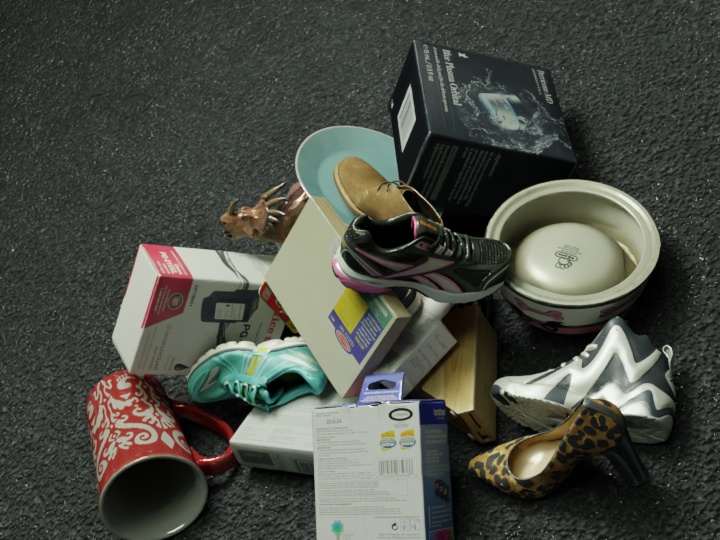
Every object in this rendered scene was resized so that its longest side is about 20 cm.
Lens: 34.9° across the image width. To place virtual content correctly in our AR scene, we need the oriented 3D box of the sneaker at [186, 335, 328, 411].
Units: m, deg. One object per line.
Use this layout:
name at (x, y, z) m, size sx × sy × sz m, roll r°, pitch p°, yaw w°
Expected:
sneaker at (-0.129, 0.133, 1.421) m, size 0.198 × 0.078 × 0.080 m, roll -13°, pitch 40°, yaw 18°

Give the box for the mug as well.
mug at (-0.263, 0.231, 1.465) m, size 0.134 × 0.176 × 0.200 m, roll -66°, pitch 31°, yaw 21°

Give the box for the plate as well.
plate at (0.010, -0.107, 1.444) m, size 0.199 × 0.026 × 0.201 m, roll 13°, pitch 45°, yaw -13°

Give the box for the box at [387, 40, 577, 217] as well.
box at (0.151, -0.178, 1.470) m, size 0.198 × 0.118 × 0.198 m, roll 9°, pitch 44°, yaw -15°

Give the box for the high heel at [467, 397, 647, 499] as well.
high heel at (0.183, 0.172, 1.177) m, size 0.199 × 0.143 × 0.072 m, roll -6°, pitch 49°, yaw 29°

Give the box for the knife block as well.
knife block at (0.130, 0.086, 1.348) m, size 0.176 × 0.064 × 0.200 m, roll -47°, pitch 38°, yaw -10°

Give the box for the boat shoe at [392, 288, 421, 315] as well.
boat shoe at (0.000, 0.000, 1.372) m, size 0.073 × 0.063 × 0.200 m, roll -46°, pitch 33°, yaw -8°

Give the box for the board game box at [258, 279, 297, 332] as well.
board game box at (-0.051, -0.023, 1.472) m, size 0.030 × 0.096 × 0.201 m, roll 14°, pitch 64°, yaw 44°

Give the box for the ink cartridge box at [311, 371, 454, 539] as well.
ink cartridge box at (0.024, 0.211, 1.232) m, size 0.135 × 0.076 × 0.202 m, roll -7°, pitch 82°, yaw 27°

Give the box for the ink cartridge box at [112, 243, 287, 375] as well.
ink cartridge box at (-0.198, 0.055, 1.470) m, size 0.084 × 0.199 × 0.146 m, roll 48°, pitch 124°, yaw 47°

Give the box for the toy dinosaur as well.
toy dinosaur at (-0.079, -0.084, 1.505) m, size 0.086 × 0.136 × 0.200 m, roll 17°, pitch 55°, yaw 45°

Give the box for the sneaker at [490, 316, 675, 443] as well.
sneaker at (0.248, 0.109, 1.242) m, size 0.198 × 0.080 × 0.130 m, roll 0°, pitch 51°, yaw 33°

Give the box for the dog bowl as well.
dog bowl at (0.243, -0.012, 1.324) m, size 0.198 × 0.074 × 0.201 m, roll -4°, pitch 47°, yaw 4°

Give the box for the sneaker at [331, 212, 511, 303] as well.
sneaker at (0.072, -0.020, 1.235) m, size 0.198 × 0.087 × 0.081 m, roll -2°, pitch 50°, yaw -13°

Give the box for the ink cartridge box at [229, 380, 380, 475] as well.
ink cartridge box at (-0.047, 0.167, 1.426) m, size 0.159 × 0.048 × 0.200 m, roll 0°, pitch 36°, yaw 34°

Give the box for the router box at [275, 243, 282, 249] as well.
router box at (-0.025, -0.028, 1.569) m, size 0.149 × 0.051 × 0.200 m, roll -35°, pitch 43°, yaw 1°

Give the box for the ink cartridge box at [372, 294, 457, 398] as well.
ink cartridge box at (0.049, 0.042, 1.371) m, size 0.176 × 0.045 × 0.200 m, roll -46°, pitch 33°, yaw -9°

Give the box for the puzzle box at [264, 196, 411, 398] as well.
puzzle box at (-0.031, 0.030, 1.318) m, size 0.200 × 0.025 × 0.133 m, roll 55°, pitch 127°, yaw 31°

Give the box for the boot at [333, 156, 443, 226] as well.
boot at (0.037, -0.085, 1.360) m, size 0.073 × 0.076 × 0.200 m, roll -16°, pitch 49°, yaw -31°
